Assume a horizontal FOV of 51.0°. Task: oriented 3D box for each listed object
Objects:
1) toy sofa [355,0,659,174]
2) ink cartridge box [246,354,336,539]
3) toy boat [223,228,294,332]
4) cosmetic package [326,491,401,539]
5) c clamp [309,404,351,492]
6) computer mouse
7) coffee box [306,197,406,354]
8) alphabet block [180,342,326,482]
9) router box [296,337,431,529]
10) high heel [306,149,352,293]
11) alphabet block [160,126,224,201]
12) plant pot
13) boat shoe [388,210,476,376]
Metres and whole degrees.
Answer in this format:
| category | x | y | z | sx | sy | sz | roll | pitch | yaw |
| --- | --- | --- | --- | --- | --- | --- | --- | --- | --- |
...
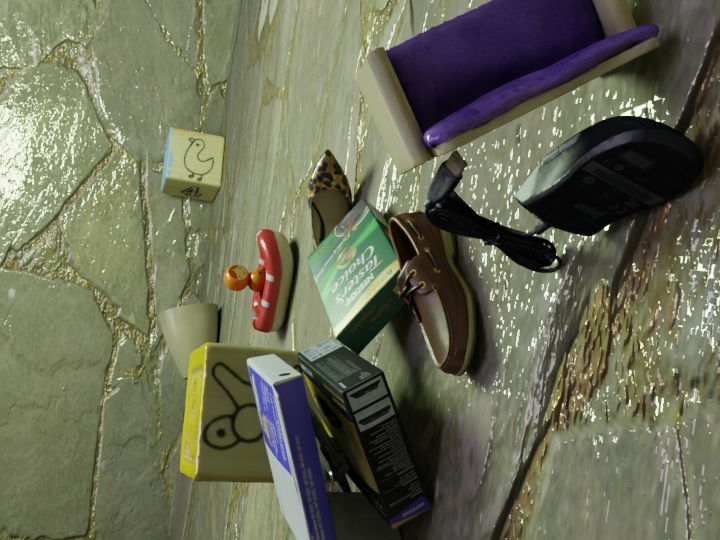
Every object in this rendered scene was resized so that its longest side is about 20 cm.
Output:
| category | x | y | z | sx | sy | sz | roll | pitch | yaw |
| --- | --- | --- | --- | --- | --- | --- | --- | --- | --- |
| toy sofa | 0.102 | -0.150 | 0.529 | 0.084 | 0.197 | 0.097 | 63 | 168 | -5 |
| ink cartridge box | -0.071 | 0.205 | 0.827 | 0.200 | 0.042 | 0.203 | -166 | 64 | -73 |
| toy boat | -0.208 | 0.017 | 1.507 | 0.131 | 0.127 | 0.205 | -134 | 53 | -66 |
| cosmetic package | 0.010 | 0.339 | 0.818 | 0.202 | 0.080 | 0.051 | -105 | 29 | -50 |
| c clamp | -0.053 | 0.191 | 0.922 | 0.200 | 0.027 | 0.174 | 45 | 159 | 53 |
| computer mouse | 0.130 | -0.070 | 0.535 | 0.200 | 0.137 | 0.047 | 135 | 153 | -60 |
| coffee box | 0.000 | 0.000 | 0.954 | 0.123 | 0.044 | 0.201 | -46 | 30 | 13 |
| alphabet block | -0.166 | 0.225 | 1.178 | 0.196 | 0.195 | 0.201 | 149 | 127 | -67 |
| router box | -0.002 | 0.173 | 0.854 | 0.161 | 0.051 | 0.199 | 70 | 165 | -11 |
| high heel | -0.043 | -0.062 | 1.122 | 0.144 | 0.069 | 0.204 | -97 | 7 | -52 |
| alphabet block | -0.609 | -0.381 | 2.739 | 0.196 | 0.195 | 0.201 | 152 | 122 | -68 |
| plant pot | -0.511 | 0.222 | 2.302 | 0.187 | 0.183 | 0.205 | 146 | 115 | -65 |
| boat shoe | 0.068 | 0.020 | 0.781 | 0.073 | 0.066 | 0.203 | 117 | 153 | -44 |
